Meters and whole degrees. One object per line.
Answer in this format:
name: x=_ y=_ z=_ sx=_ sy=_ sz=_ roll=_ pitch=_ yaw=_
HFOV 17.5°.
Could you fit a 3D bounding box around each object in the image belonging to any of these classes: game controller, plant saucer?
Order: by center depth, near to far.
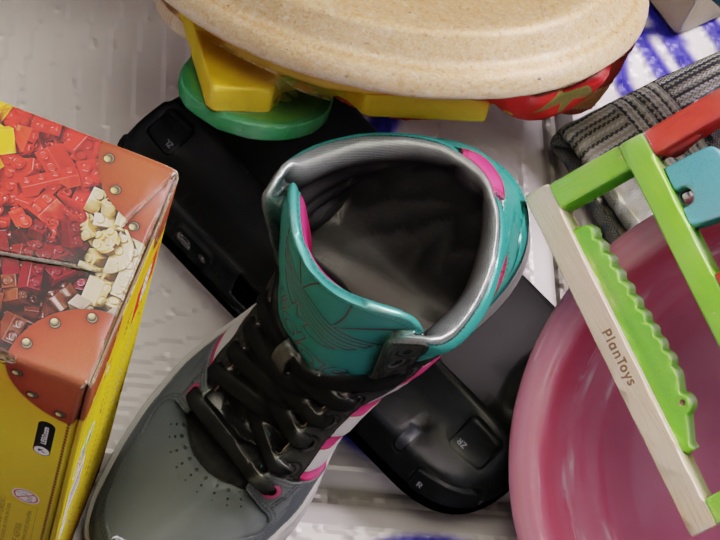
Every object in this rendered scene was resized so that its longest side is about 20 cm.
plant saucer: x=0.153 y=0.069 z=0.815 sx=0.199 sy=0.051 sz=0.202 roll=-1 pitch=87 yaw=17
game controller: x=0.000 y=0.000 z=0.882 sx=0.200 sy=0.042 sz=0.104 roll=46 pitch=45 yaw=14

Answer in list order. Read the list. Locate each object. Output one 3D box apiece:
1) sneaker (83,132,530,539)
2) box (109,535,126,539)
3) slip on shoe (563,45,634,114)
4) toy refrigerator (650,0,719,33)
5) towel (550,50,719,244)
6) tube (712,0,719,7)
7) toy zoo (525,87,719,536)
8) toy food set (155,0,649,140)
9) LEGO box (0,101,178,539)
sneaker: x=-0.019 y=0.027 z=0.777 sx=0.084 sy=0.121 sz=0.200 roll=42 pitch=81 yaw=13
box: x=-0.076 y=0.210 z=0.663 sx=0.124 sy=0.149 sz=0.201 roll=29 pitch=56 yaw=2
slip on shoe: x=0.015 y=-0.114 z=0.935 sx=0.199 sy=0.062 sz=0.074 roll=20 pitch=37 yaw=12
toy refrigerator: x=0.117 y=-0.209 z=1.009 sx=0.070 sy=0.076 sz=0.201 roll=-25 pitch=68 yaw=-26
towel: x=0.202 y=-0.014 z=0.938 sx=0.192 sy=0.035 sz=0.201 roll=-23 pitch=68 yaw=-26
tube: x=0.132 y=-0.126 z=0.862 sx=0.199 sy=0.077 sz=0.051 roll=31 pitch=91 yaw=-29
toy zoo: x=0.169 y=-0.014 z=0.774 sx=0.199 sy=0.020 sz=0.132 roll=-29 pitch=80 yaw=16
toy food set: x=0.005 y=-0.112 z=0.833 sx=0.196 sy=0.049 sz=0.201 roll=2 pitch=38 yaw=-15
LEGO box: x=-0.150 y=0.024 z=0.726 sx=0.148 sy=0.200 sz=0.078 roll=22 pitch=57 yaw=-2
